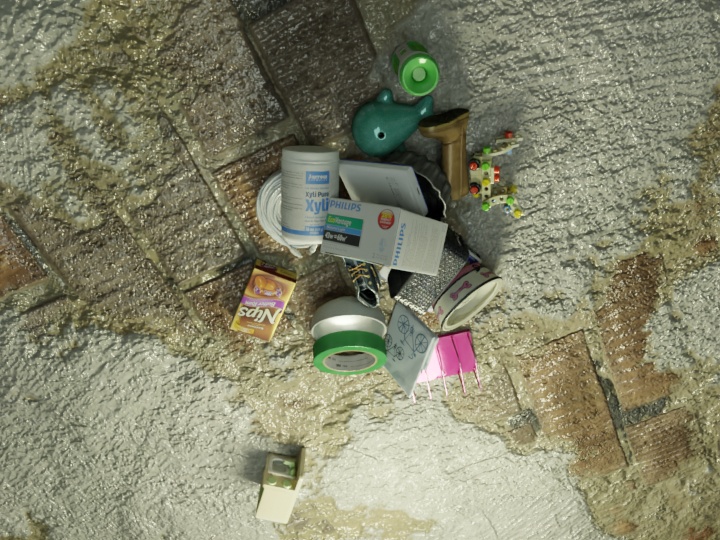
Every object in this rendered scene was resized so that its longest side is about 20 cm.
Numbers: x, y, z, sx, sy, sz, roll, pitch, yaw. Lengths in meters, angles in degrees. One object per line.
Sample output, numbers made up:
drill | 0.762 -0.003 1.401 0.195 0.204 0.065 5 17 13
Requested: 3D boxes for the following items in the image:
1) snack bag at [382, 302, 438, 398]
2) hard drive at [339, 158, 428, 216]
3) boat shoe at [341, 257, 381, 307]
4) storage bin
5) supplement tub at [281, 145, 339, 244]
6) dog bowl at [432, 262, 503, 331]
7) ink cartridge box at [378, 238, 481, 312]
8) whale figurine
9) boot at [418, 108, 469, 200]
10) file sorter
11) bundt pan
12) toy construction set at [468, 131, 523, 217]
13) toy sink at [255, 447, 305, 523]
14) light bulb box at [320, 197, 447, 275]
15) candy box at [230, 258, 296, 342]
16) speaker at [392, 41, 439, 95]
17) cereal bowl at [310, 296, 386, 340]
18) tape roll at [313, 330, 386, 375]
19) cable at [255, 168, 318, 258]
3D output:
snack bag | 0.121 0.211 1.574 0.021 0.189 0.202 4 115 -34
hard drive | 0.048 -0.188 1.335 0.199 0.025 0.132 14 146 37
boat shoe | 0.000 0.000 1.449 0.070 0.091 0.201 -20 130 17
storage bin | 0.160 -0.010 1.439 0.093 0.136 0.201 29 112 -16
supplement tub | -0.113 -0.170 1.322 0.130 0.132 0.202 1 109 -3
dog bowl | 0.266 0.062 1.513 0.200 0.200 0.074 -48 66 20
ink cartridge box | 0.176 -0.017 1.538 0.197 0.047 0.200 36 113 -20
whale figurine | 0.078 -0.329 1.335 0.198 0.104 0.160 -14 117 4
boot | 0.199 -0.255 1.358 0.174 0.066 0.202 -26 125 -38
file sorter | 0.226 0.274 1.644 0.198 0.126 0.140 -13 117 4
bundt pan | 0.123 -0.192 1.350 0.201 0.076 0.203 29 153 16
toy construction set | 0.326 -0.226 1.405 0.130 0.092 0.202 6 112 20
toy sink | -0.249 0.649 1.820 0.111 0.131 0.201 15 117 -10
light bulb box | 0.053 -0.073 1.303 0.199 0.197 0.126 8 94 -53
candy box | -0.257 0.082 1.565 0.116 0.057 0.201 20 116 -13
speaker | 0.113 -0.423 1.232 0.087 0.200 0.089 -1 118 -2
cereal bowl | -0.032 0.126 1.561 0.198 0.084 0.201 -2 148 -1
tape roll | -0.029 0.225 1.599 0.198 0.049 0.201 -3 150 -2
cable | -0.153 -0.155 1.438 0.199 0.069 0.200 36 110 -18
